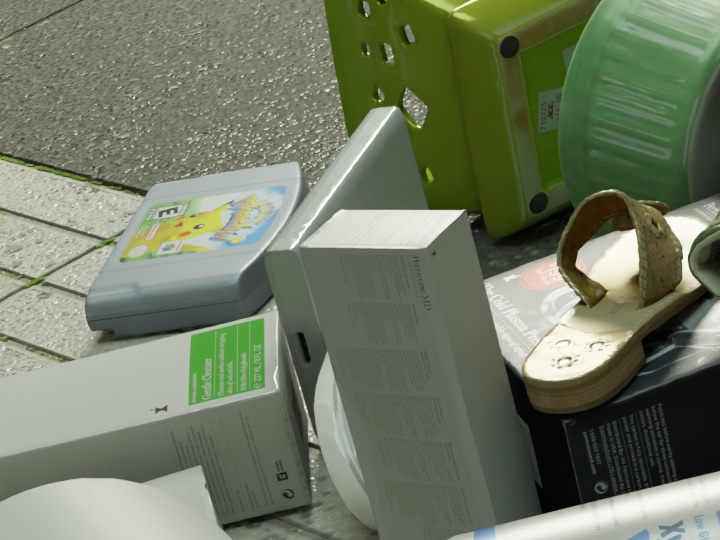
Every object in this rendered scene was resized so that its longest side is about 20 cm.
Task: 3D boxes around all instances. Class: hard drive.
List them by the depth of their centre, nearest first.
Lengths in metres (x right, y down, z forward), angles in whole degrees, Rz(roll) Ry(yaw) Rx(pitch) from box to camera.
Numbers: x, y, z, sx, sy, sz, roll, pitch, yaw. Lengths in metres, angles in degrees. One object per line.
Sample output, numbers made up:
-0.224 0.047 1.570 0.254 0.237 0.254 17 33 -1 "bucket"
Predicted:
0.000 0.000 1.793 0.026 0.133 0.200 -5 26 23 "hard drive"

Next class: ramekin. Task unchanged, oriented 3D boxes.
0.226 -0.097 1.797 0.199 0.201 0.097 -31 35 -31 "ramekin"

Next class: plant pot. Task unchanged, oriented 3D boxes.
0.109 -0.147 1.983 0.198 0.201 0.181 -26 31 -24 "plant pot"

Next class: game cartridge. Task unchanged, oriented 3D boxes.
-0.105 -0.019 2.023 0.132 0.041 0.200 -5 26 14 "game cartridge"

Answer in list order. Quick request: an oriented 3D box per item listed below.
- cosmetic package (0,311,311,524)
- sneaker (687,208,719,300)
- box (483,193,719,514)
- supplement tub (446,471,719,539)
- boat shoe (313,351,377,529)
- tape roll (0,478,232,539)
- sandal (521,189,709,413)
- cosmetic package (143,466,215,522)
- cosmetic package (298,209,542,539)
-0.134 0.104 1.709 0.199 0.085 0.108 -13 26 3 "cosmetic package"
0.212 -0.023 1.533 0.089 0.068 0.200 -12 26 -10 "sneaker"
0.167 0.059 1.596 0.181 0.105 0.200 -19 24 -12 "box"
0.143 0.166 1.342 0.199 0.133 0.132 -15 23 4 "supplement tub"
0.024 0.062 1.671 0.068 0.072 0.201 -29 27 27 "boat shoe"
-0.109 0.211 1.312 0.202 0.204 0.139 -24 24 -18 "tape roll"
0.138 -0.007 1.541 0.077 0.070 0.212 -2 27 28 "sandal"
-0.171 0.175 1.597 0.199 0.051 0.083 -17 22 -3 "cosmetic package"
0.036 0.066 1.540 0.082 0.201 0.051 3 28 35 "cosmetic package"
